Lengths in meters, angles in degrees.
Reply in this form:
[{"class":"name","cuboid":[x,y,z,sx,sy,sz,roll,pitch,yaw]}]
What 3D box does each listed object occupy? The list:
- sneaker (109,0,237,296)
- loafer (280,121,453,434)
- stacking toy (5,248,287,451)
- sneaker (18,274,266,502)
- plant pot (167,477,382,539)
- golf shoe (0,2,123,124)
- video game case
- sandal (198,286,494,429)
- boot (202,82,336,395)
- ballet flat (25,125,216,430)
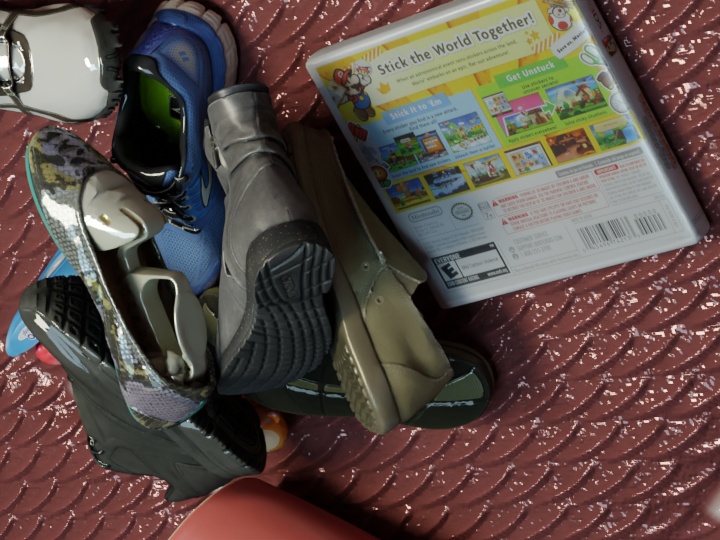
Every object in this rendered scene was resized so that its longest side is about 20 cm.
[{"class":"sneaker","cuboid":[-0.123,-0.067,1.595,0.078,0.089,0.201,13,127,27]},{"class":"loafer","cuboid":[0.000,0.000,1.567,0.076,0.067,0.201,158,94,-72]},{"class":"stacking toy","cuboid":[-0.129,0.059,1.695,0.200,0.110,0.116,41,133,-13]},{"class":"sneaker","cuboid":[-0.152,0.085,1.620,0.091,0.076,0.200,-33,117,25]},{"class":"plant pot","cuboid":[-0.047,0.247,1.710,0.177,0.200,0.201,34,134,21]},{"class":"golf shoe","cuboid":[-0.225,-0.128,1.578,0.200,0.094,0.078,7,103,50]},{"class":"video game case","cuboid":[0.085,-0.076,1.499,0.200,0.023,0.182,-15,111,41]},{"class":"sandal","cuboid":[-0.010,0.054,1.635,0.200,0.057,0.080,13,128,6]},{"class":"boot","cuboid":[-0.063,-0.018,1.544,0.200,0.070,0.132,113,143,-55]},{"class":"ballet flat","cuboid":[-0.137,-0.003,1.544,0.072,0.072,0.201,-21,93,41]}]
